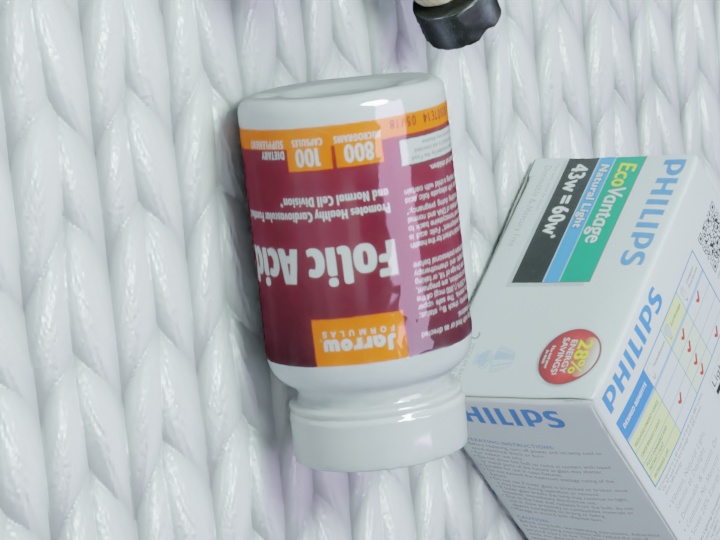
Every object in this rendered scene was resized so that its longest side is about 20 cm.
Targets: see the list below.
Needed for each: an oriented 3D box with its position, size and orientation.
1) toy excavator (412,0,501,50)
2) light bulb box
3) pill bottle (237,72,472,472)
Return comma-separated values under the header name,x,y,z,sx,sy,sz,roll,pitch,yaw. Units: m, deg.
name,x,y,z,sx,sy,sz,roll,pitch,yaw
toy excavator,0.076,-0.247,1.473,0.194,0.200,0.100,-29,125,-1
light bulb box,0.165,0.064,1.570,0.200,0.124,0.199,55,49,-38
pill bottle,0.000,0.000,1.347,0.114,0.114,0.201,-19,105,-53
